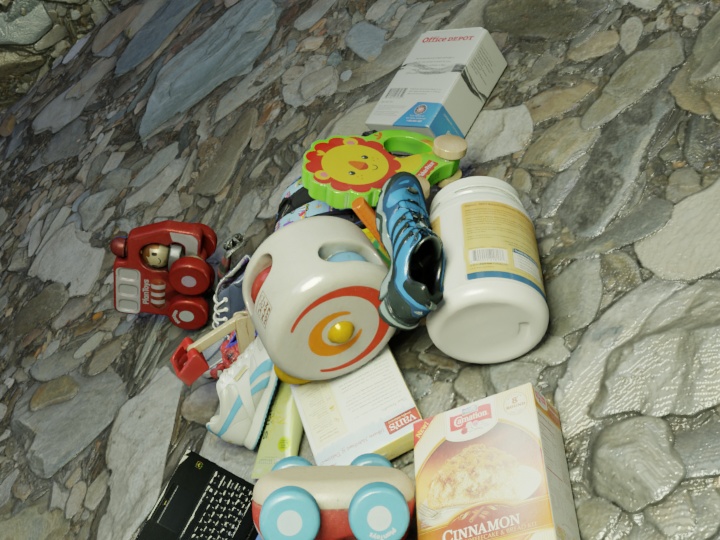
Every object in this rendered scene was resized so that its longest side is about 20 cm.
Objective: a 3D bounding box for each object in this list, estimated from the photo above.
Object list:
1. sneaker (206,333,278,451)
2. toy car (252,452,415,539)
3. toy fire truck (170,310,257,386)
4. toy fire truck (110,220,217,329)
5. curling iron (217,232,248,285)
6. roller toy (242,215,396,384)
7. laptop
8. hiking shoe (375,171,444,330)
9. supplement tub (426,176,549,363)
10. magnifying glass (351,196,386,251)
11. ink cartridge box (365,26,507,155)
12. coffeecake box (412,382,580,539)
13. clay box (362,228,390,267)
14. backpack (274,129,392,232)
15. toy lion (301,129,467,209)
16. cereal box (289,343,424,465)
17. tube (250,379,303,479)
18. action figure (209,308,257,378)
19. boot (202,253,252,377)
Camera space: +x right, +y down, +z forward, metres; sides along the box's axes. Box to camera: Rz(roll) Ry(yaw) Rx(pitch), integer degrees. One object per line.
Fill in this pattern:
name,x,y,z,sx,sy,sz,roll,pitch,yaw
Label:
sneaker,-0.154,0.146,1.167,0.077,0.080,0.201,-99,27,-87
toy car,-0.027,0.316,0.907,0.176,0.184,0.202,-2,88,-3
toy fire truck,-0.160,0.104,1.221,0.200,0.141,0.049,-44,39,2
toy fire truck,-0.330,0.002,1.397,0.167,0.201,0.113,6,42,-7
curling iron,-0.215,-0.004,1.374,0.050,0.026,0.200,-46,-7,-29
roller toy,-0.048,0.040,1.050,0.199,0.183,0.140,-32,46,-1
laptop,-0.174,0.346,1.051,0.178,0.199,0.103,-62,3,-20
hiking shoe,0.068,-0.033,0.978,0.087,0.074,0.201,-34,51,50
supplement tub,0.150,-0.003,1.036,0.144,0.145,0.201,-23,44,26
magnifying glass,0.051,-0.016,1.093,0.022,0.200,0.080,-29,29,14
ink cartridge box,0.123,-0.286,1.356,0.145,0.084,0.201,13,66,47
coffeecake box,0.140,0.240,0.889,0.153,0.073,0.201,-25,43,25
clay box,0.000,0.000,1.191,0.199,0.115,0.048,-15,48,33
backpack,-0.027,-0.087,1.275,0.199,0.135,0.183,-22,45,26
toy lion,0.024,-0.140,1.150,0.191,0.069,0.200,23,43,19
cereal box,-0.010,0.164,1.083,0.143,0.040,0.201,-27,46,2
tube,-0.098,0.192,1.166,0.058,0.052,0.201,115,171,-62
action figure,-0.158,0.094,1.294,0.200,0.052,0.065,-45,79,2
boot,-0.213,0.070,1.339,0.200,0.090,0.073,-52,39,-9
